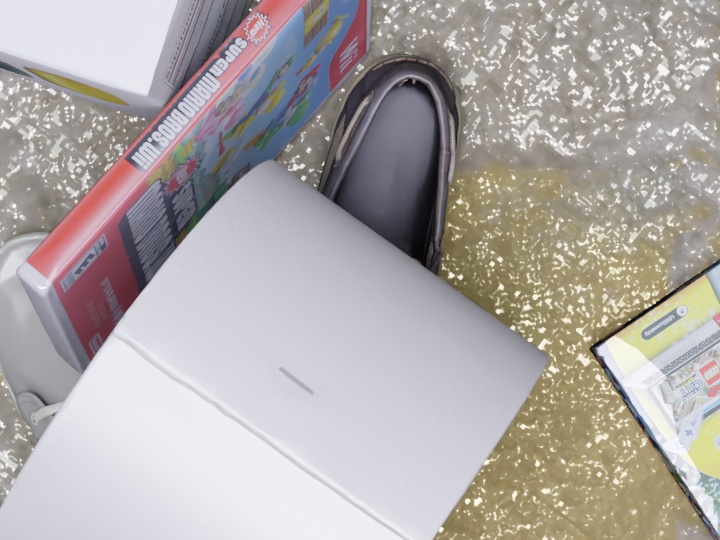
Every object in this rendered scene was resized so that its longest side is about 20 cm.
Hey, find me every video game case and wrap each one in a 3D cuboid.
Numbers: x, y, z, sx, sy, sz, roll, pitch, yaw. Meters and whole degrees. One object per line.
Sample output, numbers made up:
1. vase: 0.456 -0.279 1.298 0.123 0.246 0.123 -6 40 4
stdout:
1. video game case: -0.064 -0.050 0.935 0.017 0.143 0.200 39 78 9

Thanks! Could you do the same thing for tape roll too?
1. tape roll: -0.037 0.076 0.876 0.139 0.203 0.203 35 90 4

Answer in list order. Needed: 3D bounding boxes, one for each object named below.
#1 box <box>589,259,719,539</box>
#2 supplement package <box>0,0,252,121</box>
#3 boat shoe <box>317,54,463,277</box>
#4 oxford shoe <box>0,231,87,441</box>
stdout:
1. box: 0.223 0.037 0.997 0.199 0.038 0.137 -33 88 1
2. supplement package: -0.122 -0.156 0.928 0.151 0.200 0.151 18 90 2
3. boat shoe: 0.000 0.000 0.986 0.074 0.073 0.201 8 89 2
4. oxford shoe: -0.114 0.075 0.997 0.075 0.058 0.201 -22 86 5
